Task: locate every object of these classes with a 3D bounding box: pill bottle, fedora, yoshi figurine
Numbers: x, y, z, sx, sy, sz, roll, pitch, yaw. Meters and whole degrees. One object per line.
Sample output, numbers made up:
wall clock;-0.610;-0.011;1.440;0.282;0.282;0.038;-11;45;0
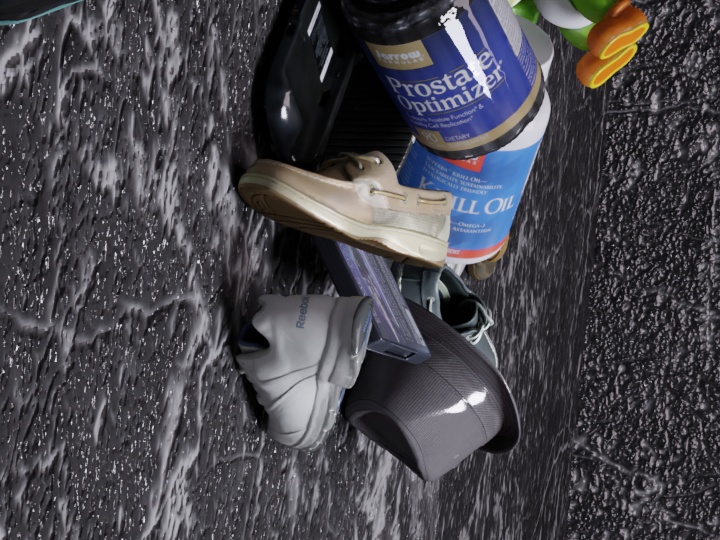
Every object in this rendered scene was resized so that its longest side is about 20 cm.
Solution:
pill bottle;0.094;-0.113;1.674;0.113;0.112;0.201;-68;175;-50
pill bottle;0.052;-0.184;1.466;0.200;0.111;0.112;55;39;-44
fedora;0.048;0.117;1.735;0.090;0.177;0.200;-48;172;-17
yoshi figurine;0.140;-0.243;1.654;0.112;0.200;0.112;-44;165;25

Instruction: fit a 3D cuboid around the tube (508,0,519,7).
tube;0.054;-0.277;1.498;0.200;0.052;0.058;49;43;-25

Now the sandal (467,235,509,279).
sandal;0.141;-0.037;2.231;0.200;0.054;0.081;56;42;-71

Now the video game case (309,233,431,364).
video game case;0.000;0.000;1.545;0.144;0.019;0.200;64;9;11

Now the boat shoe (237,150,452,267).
boat shoe;-0.007;-0.053;1.409;0.199;0.072;0.065;18;84;-45

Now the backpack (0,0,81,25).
backpack;-0.096;-0.200;0.785;0.176;0.199;0.154;65;17;-63

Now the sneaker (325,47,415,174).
sneaker;0.023;-0.143;1.613;0.089;0.074;0.201;55;44;-68

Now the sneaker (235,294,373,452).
sneaker;-0.047;0.064;1.423;0.200;0.087;0.075;111;-7;-58

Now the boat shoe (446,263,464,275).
boat shoe;0.060;-0.015;1.868;0.066;0.072;0.201;69;38;-73

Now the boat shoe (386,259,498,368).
boat shoe;0.084;0.050;1.798;0.200;0.061;0.073;49;48;-46

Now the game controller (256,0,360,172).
game controller;-0.036;-0.156;1.455;0.105;0.042;0.201;65;31;-41
